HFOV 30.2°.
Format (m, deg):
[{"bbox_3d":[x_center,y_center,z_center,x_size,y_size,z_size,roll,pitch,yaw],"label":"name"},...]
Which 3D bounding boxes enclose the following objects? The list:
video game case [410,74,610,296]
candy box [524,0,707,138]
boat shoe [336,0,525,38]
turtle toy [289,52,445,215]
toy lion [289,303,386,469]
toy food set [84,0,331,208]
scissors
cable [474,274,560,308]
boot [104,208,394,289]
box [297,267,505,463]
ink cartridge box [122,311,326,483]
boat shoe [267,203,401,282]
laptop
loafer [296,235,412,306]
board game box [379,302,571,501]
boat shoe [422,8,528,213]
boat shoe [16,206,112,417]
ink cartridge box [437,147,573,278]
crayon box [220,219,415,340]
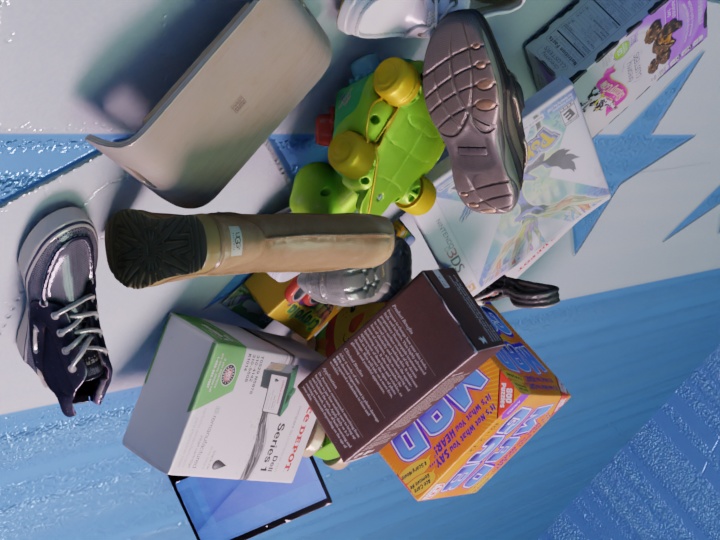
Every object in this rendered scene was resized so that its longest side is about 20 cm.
[{"bbox_3d":[0.152,-0.077,1.350,0.199,0.022,0.183,-36,139,-3],"label":"video game case"},{"bbox_3d":[0.285,-0.251,1.470,0.200,0.072,0.168,-41,157,0],"label":"candy box"},{"bbox_3d":[0.069,-0.235,1.164,0.199,0.069,0.071,-24,153,-34],"label":"boat shoe"},{"bbox_3d":[0.010,-0.115,1.230,0.145,0.101,0.201,27,99,-51],"label":"turtle toy"},{"bbox_3d":[-0.003,0.094,1.504,0.068,0.202,0.191,27,127,-31],"label":"toy lion"},{"bbox_3d":[-0.116,-0.149,1.061,0.200,0.060,0.143,-49,157,-1],"label":"toy food set"},{"bbox_3d":[0.004,-0.032,1.368,0.200,0.014,0.073,-42,154,5],"label":"scissors"},{"bbox_3d":[0.152,0.029,1.451,0.096,0.199,0.051,-6,102,-39],"label":"cable"},{"bbox_3d":[-0.098,-0.020,1.158,0.198,0.174,0.067,-4,96,-43],"label":"boot"},{"bbox_3d":[0.039,0.096,1.361,0.200,0.101,0.075,-43,162,28],"label":"box"},{"bbox_3d":[-0.133,0.138,1.402,0.199,0.084,0.148,15,98,-51],"label":"ink cartridge box"},{"bbox_3d":[-0.019,-0.068,1.321,0.198,0.071,0.072,-31,169,-12],"label":"boat shoe"},{"bbox_3d":[-0.147,0.240,1.579,0.175,0.104,0.200,-23,156,1],"label":"laptop"},{"bbox_3d":[0.000,0.000,1.336,0.200,0.069,0.071,-3,94,-69],"label":"loafer"},{"bbox_3d":[0.122,0.161,1.791,0.200,0.200,0.199,-47,156,15],"label":"board game box"},{"bbox_3d":[0.105,-0.146,1.183,0.074,0.074,0.202,-58,146,-43],"label":"boat shoe"},{"bbox_3d":[-0.242,0.040,1.140,0.074,0.093,0.201,-26,153,-31],"label":"boat shoe"},{"bbox_3d":[0.162,-0.090,1.497,0.128,0.126,0.200,-41,157,4],"label":"ink cartridge box"},{"bbox_3d":[-0.042,0.001,1.438,0.200,0.052,0.126,-42,157,4],"label":"crayon box"}]
